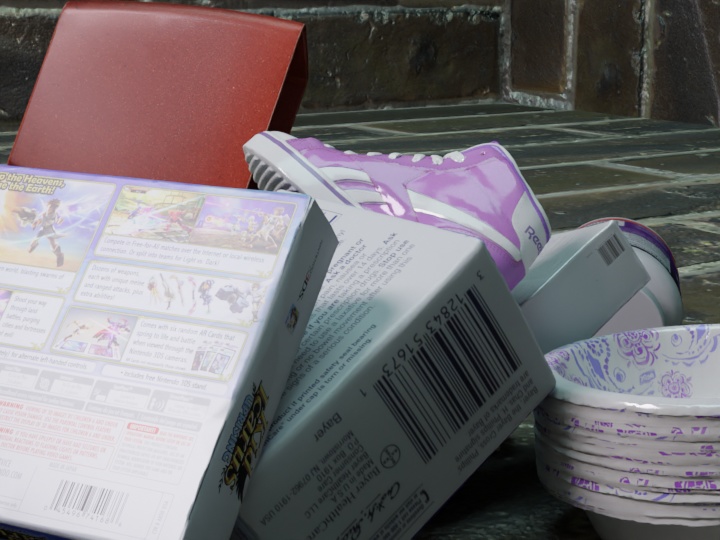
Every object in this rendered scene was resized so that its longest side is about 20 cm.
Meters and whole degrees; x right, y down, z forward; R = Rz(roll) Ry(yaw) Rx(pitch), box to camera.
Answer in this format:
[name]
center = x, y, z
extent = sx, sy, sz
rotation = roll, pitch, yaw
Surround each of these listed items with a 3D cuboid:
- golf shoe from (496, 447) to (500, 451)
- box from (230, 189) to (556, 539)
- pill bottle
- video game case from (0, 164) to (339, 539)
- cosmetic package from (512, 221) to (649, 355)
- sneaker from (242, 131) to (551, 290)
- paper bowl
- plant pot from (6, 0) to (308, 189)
[golf shoe]
center = 0.006, 0.069, 0.969
extent = 0.199, 0.097, 0.078
rotation = -1, 13, -1
[box]
center = -0.033, 0.064, 0.769
extent = 0.184, 0.105, 0.200
rotation = -43, 31, -19
[pill bottle]
center = 0.200, 0.027, 1.137
extent = 0.111, 0.112, 0.200
rotation = 2, 12, 11
[video game case]
center = -0.131, 0.042, 0.676
extent = 0.200, 0.182, 0.045
rotation = 7, -27, 25
[cosmetic package]
center = 0.085, 0.050, 0.885
extent = 0.200, 0.051, 0.083
rotation = -41, 14, -26
[sneaker]
center = 0.026, -0.047, 0.871
extent = 0.200, 0.073, 0.114
rotation = 35, 67, 28
[paper bowl]
center = 0.197, 0.097, 0.785
extent = 0.200, 0.105, 0.201
rotation = -5, 7, 1
[plant pot]
center = -0.154, -0.103, 1.088
extent = 0.176, 0.200, 0.200
rotation = 19, -4, 0
